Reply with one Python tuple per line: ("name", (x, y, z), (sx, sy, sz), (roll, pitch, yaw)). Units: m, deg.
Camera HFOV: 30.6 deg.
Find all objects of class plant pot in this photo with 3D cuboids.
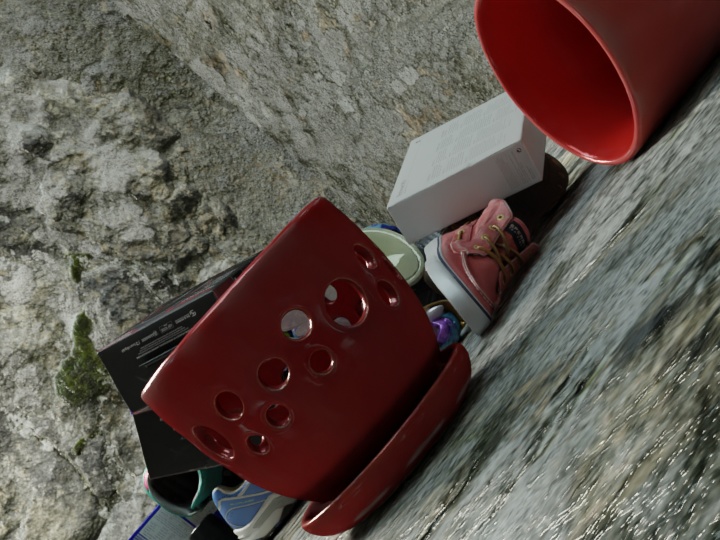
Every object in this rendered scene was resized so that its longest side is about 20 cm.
("plant pot", (0.225, -0.221, 1.133), (0.177, 0.201, 0.200), (-41, -1, -15))
("plant pot", (-0.029, 0.075, 0.964), (0.201, 0.182, 0.200), (-50, 0, 1))

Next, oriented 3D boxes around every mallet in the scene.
("mallet", (-0.147, 0.291, 1.521), (0.041, 0.066, 0.200), (-51, 0, 9))

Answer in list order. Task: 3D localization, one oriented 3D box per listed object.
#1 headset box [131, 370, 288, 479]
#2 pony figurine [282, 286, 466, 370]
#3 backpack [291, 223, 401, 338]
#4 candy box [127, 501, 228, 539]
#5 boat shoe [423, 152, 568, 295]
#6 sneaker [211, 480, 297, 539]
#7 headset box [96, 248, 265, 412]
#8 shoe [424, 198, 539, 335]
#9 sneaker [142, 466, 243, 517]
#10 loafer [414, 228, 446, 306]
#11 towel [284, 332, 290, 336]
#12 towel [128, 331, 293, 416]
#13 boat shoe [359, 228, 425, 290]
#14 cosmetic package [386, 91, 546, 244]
("headset box", (-0.149, 0.146, 1.393), (0.148, 0.078, 0.200), (-13, 11, 4))
("pony figurine", (-0.007, 0.071, 1.265), (0.192, 0.167, 0.200), (-20, 3, -31))
("backpack", (-0.003, 0.048, 1.498), (0.182, 0.135, 0.200), (-25, 14, 12))
("candy box", (-0.217, 0.335, 1.588), (0.200, 0.077, 0.169), (-48, -17, -26))
("boat shoe", (0.137, -0.039, 1.351), (0.200, 0.076, 0.072), (-40, -7, -24))
("sneaker", (-0.076, 0.201, 1.411), (0.200, 0.077, 0.076), (-48, -1, -9))
("headset box", (-0.164, 0.061, 1.350), (0.148, 0.075, 0.200), (-28, 7, 20))
("shoe", (0.112, -0.011, 1.179), (0.091, 0.072, 0.200), (-37, 12, 8))
("sneaker", (-0.153, 0.224, 1.468), (0.199, 0.084, 0.121), (-10, -5, 4))
("loafer", (0.077, 0.024, 1.387), (0.072, 0.063, 0.201), (9, 78, 55))
("towel", (-0.163, 0.124, 1.544), (0.200, 0.086, 0.018), (-50, 43, 40))
("towel", (-0.178, 0.134, 1.602), (0.200, 0.147, 0.050), (-49, 40, 38))
("boat shoe", (-0.001, 0.002, 1.395), (0.199, 0.066, 0.075), (6, 53, 39))
("cosmetic package", (0.114, -0.114, 1.349), (0.150, 0.052, 0.200), (-24, 19, 20))
